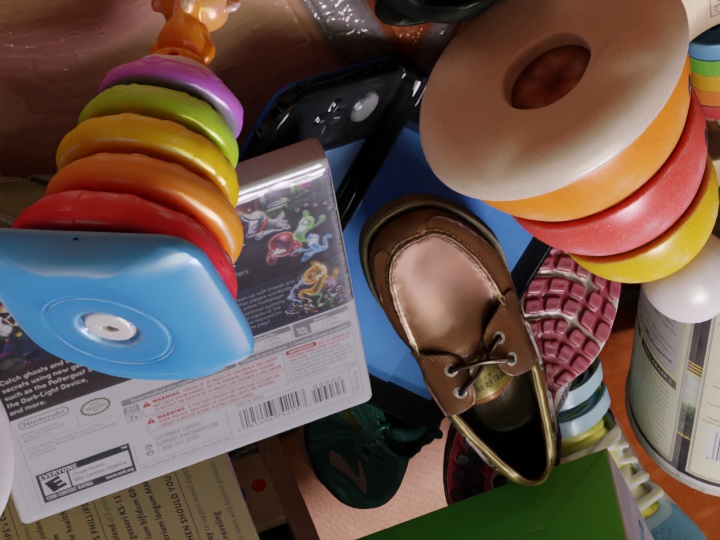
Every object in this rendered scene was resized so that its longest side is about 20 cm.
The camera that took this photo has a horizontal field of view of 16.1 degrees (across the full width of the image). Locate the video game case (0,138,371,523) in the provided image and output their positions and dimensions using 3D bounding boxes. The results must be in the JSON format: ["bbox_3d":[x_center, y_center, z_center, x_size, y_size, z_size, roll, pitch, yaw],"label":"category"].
[{"bbox_3d":[-0.099,0.033,1.288,0.199,0.023,0.182,-19,137,-8],"label":"video game case"}]

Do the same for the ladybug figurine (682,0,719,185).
[{"bbox_3d":[0.184,-0.125,1.351,0.135,0.072,0.200,-20,144,-6],"label":"ladybug figurine"}]

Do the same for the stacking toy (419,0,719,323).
[{"bbox_3d":[0.133,-0.045,1.287,0.146,0.146,0.200,-32,130,10],"label":"stacking toy"}]

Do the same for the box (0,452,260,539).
[{"bbox_3d":[-0.159,0.167,1.423,0.199,0.176,0.097,-17,143,-11],"label":"box"}]

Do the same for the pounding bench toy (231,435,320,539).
[{"bbox_3d":[-0.095,0.220,1.570,0.155,0.125,0.200,-20,144,-7],"label":"pounding bench toy"}]

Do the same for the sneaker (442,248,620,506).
[{"bbox_3d":[0.088,0.053,1.476,0.080,0.075,0.201,19,92,-12],"label":"sneaker"}]

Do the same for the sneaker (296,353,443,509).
[{"bbox_3d":[0.011,0.082,1.501,0.077,0.080,0.201,-11,142,-18],"label":"sneaker"}]

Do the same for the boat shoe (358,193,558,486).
[{"bbox_3d":[0.063,0.039,1.339,0.072,0.068,0.200,-30,136,5],"label":"boat shoe"}]

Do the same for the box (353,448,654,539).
[{"bbox_3d":[0.085,0.223,1.440,0.199,0.097,0.177,-22,126,12],"label":"box"}]

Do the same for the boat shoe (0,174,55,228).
[{"bbox_3d":[-0.146,-0.022,1.302,0.200,0.072,0.062,14,116,-54],"label":"boat shoe"}]

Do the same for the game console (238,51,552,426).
[{"bbox_3d":[0.000,0.000,1.334,0.170,0.118,0.201,-22,147,-54],"label":"game console"}]

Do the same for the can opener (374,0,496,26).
[{"bbox_3d":[0.091,-0.181,1.252,0.199,0.079,0.064,-29,105,0],"label":"can opener"}]

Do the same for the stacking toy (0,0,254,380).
[{"bbox_3d":[-0.095,-0.059,1.185,0.115,0.201,0.110,2,150,18],"label":"stacking toy"}]

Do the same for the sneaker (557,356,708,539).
[{"bbox_3d":[0.140,0.116,1.528,0.079,0.200,0.131,-30,134,-29],"label":"sneaker"}]

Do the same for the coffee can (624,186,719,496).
[{"bbox_3d":[0.234,0.020,1.498,0.146,0.147,0.201,-16,144,-12],"label":"coffee can"}]

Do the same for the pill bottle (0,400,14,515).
[{"bbox_3d":[-0.263,0.102,1.279,0.112,0.113,0.200,3,169,-33],"label":"pill bottle"}]

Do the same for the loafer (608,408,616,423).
[{"bbox_3d":[0.128,0.170,1.684,0.072,0.073,0.201,-4,138,-25],"label":"loafer"}]
